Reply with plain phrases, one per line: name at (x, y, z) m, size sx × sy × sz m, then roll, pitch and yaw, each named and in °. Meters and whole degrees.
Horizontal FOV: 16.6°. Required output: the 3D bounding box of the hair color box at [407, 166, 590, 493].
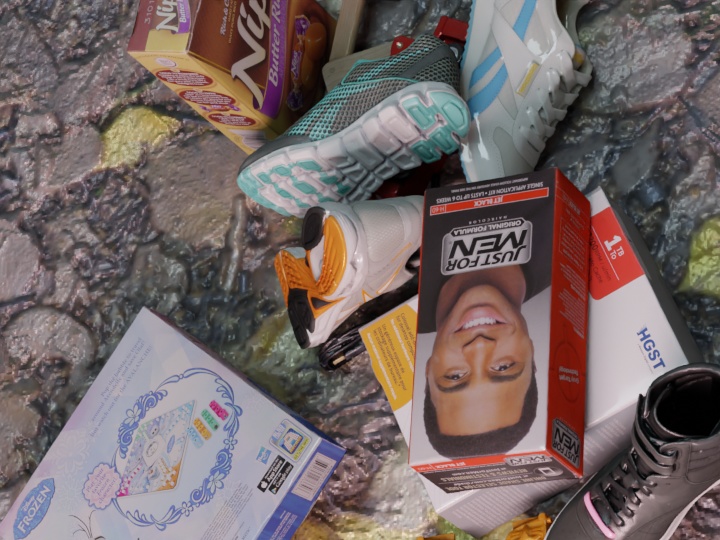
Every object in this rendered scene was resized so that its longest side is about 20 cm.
hair color box at (0.093, 0.039, 1.622) m, size 0.101 × 0.061 × 0.200 m, roll -10°, pitch 63°, yaw 26°

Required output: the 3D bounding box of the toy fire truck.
toy fire truck at (0.021, -0.150, 1.839) m, size 0.141 × 0.049 × 0.200 m, roll 20°, pitch 82°, yaw 33°

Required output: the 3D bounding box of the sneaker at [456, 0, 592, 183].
sneaker at (0.119, -0.132, 1.767) m, size 0.081 × 0.077 × 0.200 m, roll -1°, pitch 72°, yaw 25°

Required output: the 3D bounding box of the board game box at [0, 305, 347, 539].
board game box at (-0.136, 0.157, 1.744) m, size 0.199 × 0.043 × 0.200 m, roll 34°, pitch 91°, yaw 36°

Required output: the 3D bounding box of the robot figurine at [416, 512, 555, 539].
robot figurine at (0.093, 0.267, 1.628) m, size 0.145 × 0.058 × 0.200 m, roll -13°, pitch 64°, yaw 22°

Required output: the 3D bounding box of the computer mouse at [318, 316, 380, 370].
computer mouse at (0.057, 0.019, 1.751) m, size 0.200 × 0.059 × 0.034 m, roll -35°, pitch 74°, yaw 12°

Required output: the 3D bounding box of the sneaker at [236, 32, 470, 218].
sneaker at (-0.002, -0.105, 1.771) m, size 0.200 × 0.078 × 0.091 m, roll -22°, pitch 44°, yaw 30°

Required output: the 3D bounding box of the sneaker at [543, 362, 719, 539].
sneaker at (0.178, 0.124, 1.565) m, size 0.200 × 0.099 × 0.071 m, roll -39°, pitch 57°, yaw 12°

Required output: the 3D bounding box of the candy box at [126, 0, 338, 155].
candy box at (-0.090, -0.171, 1.814) m, size 0.056 × 0.200 × 0.117 m, roll 3°, pitch 72°, yaw 29°

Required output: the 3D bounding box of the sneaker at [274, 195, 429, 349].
sneaker at (0.000, 0.000, 1.734) m, size 0.092 × 0.200 × 0.076 m, roll -14°, pitch 79°, yaw -17°

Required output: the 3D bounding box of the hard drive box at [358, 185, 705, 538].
hard drive box at (0.121, 0.064, 1.686) m, size 0.200 × 0.077 × 0.156 m, roll -31°, pitch 59°, yaw 12°
